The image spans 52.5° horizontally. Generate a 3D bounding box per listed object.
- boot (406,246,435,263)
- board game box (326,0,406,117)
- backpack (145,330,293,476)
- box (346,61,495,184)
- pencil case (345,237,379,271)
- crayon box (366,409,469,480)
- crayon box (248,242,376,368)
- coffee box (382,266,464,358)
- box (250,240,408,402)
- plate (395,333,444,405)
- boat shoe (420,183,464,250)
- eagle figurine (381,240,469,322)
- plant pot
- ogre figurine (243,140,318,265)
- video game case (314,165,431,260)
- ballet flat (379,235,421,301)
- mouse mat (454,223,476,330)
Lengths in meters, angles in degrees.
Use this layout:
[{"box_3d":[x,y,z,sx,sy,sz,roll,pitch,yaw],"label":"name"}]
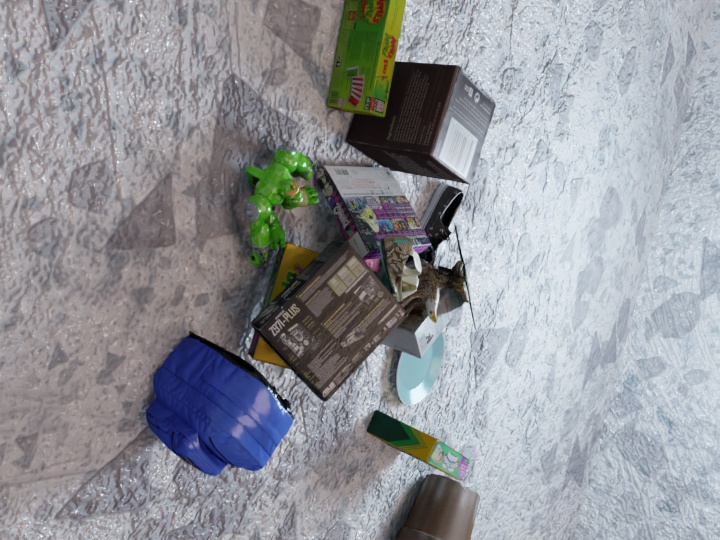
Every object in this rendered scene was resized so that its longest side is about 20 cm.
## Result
[{"box_3d":[0.100,-0.071,1.502,0.073,0.089,0.201,-54,140,-24],"label":"boot"},{"box_3d":[0.009,-0.375,1.259,0.047,0.100,0.204,1,102,-53],"label":"board game box"},{"box_3d":[-0.209,0.222,1.112,0.169,0.198,0.163,-58,141,-20],"label":"backpack"},{"box_3d":[0.113,-0.275,1.352,0.165,0.198,0.167,21,86,-54],"label":"box"},{"box_3d":[0.000,0.000,1.403,0.087,0.086,0.204,3,100,-53],"label":"pencil case"},{"box_3d":[0.133,0.396,1.653,0.200,0.171,0.059,42,70,-51],"label":"crayon box"},{"box_3d":[-0.083,0.073,1.264,0.170,0.058,0.204,17,88,-21],"label":"crayon box"},{"box_3d":[0.133,0.081,1.586,0.200,0.112,0.081,-47,136,-32],"label":"coffee box"},{"box_3d":[-0.051,0.079,1.190,0.200,0.086,0.164,-45,106,-11],"label":"box"},{"box_3d":[0.134,0.215,1.711,0.199,0.025,0.204,-25,123,-46],"label":"plate"},{"box_3d":[0.175,-0.095,1.613,0.070,0.065,0.202,44,67,-50],"label":"boat shoe"},{"box_3d":[0.114,0.044,1.443,0.152,0.196,0.154,-91,166,-65],"label":"eagle figurine"},{"box_3d":[0.202,0.635,1.833,0.201,0.197,0.201,54,53,-47],"label":"plant pot"},{"box_3d":[-0.135,-0.117,1.179,0.200,0.098,0.120,-45,155,-12],"label":"ogre figurine"},{"box_3d":[0.026,-0.110,1.342,0.198,0.036,0.183,-9,65,-51],"label":"video game case"},{"box_3d":[0.070,0.007,1.283,0.201,0.074,0.069,88,-1,-58],"label":"ballet flat"},{"box_3d":[0.228,0.011,1.593,0.201,0.007,0.163,-89,166,-56],"label":"mouse mat"}]
